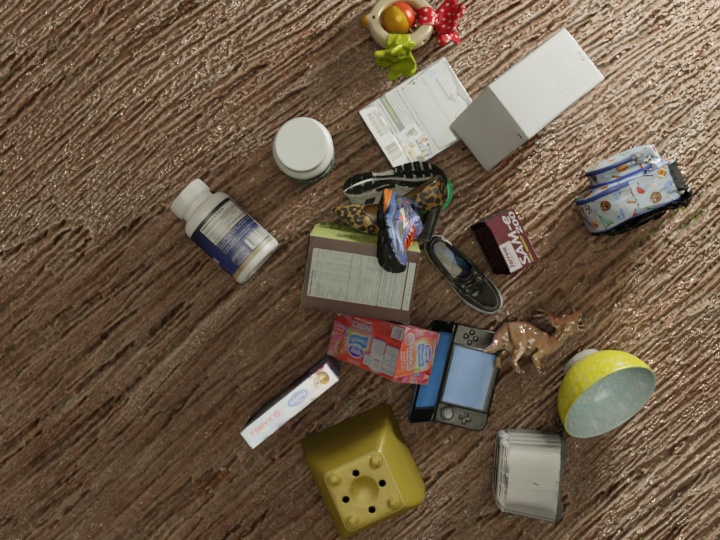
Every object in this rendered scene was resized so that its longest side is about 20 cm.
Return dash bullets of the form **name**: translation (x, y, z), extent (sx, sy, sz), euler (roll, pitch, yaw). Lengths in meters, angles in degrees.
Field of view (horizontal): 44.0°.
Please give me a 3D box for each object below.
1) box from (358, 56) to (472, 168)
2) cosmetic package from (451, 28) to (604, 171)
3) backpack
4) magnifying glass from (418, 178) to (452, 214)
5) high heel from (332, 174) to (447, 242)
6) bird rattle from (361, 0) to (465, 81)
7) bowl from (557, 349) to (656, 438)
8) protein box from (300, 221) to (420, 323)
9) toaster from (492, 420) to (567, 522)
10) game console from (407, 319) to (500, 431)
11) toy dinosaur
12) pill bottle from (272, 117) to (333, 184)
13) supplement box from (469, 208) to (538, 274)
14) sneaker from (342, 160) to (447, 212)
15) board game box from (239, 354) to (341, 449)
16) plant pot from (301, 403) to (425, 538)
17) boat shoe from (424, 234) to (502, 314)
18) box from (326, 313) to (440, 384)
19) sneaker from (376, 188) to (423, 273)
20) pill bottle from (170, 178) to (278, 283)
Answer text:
- **box**: translation (0.119, -0.298, 1.744), extent (0.200, 0.041, 0.156), euler (-33, 92, 1)
- **cosmetic package**: translation (0.301, -0.310, 1.642), extent (0.200, 0.199, 0.123), euler (-40, 91, -18)
- **backpack**: translation (0.502, -0.146, 1.682), extent (0.190, 0.200, 0.154), euler (-31, 86, 7)
- **magnifying glass**: translation (0.090, -0.126, 1.759), extent (0.199, 0.022, 0.080), euler (-27, 90, -2)
- **high heel**: translation (0.056, -0.134, 1.644), extent (0.199, 0.072, 0.143), euler (11, 128, -6)
- **bird rattle**: translation (0.095, -0.475, 1.716), extent (0.200, 0.113, 0.163), euler (-42, 75, -3)
- **bowl**: translation (0.453, 0.216, 1.709), extent (0.200, 0.200, 0.108), euler (-28, 48, 0)
- **protein box**: translation (0.000, 0.000, 1.662), extent (0.199, 0.199, 0.136), euler (9, 100, 0)
- **toaster**: translation (0.326, 0.384, 1.721), extent (0.128, 0.114, 0.201), euler (4, 93, 2)
- **game console**: translation (0.187, 0.206, 1.712), extent (0.170, 0.118, 0.201), euler (14, 91, -3)
- **toy dinosaur**: translation (0.324, 0.128, 1.721), extent (0.199, 0.086, 0.136), euler (4, 90, -10)
- **pill bottle**: translation (-0.106, -0.224, 1.664), extent (0.112, 0.200, 0.114), euler (0, 91, 0)
- **supplement box**: translation (0.266, -0.053, 1.669), extent (0.061, 0.200, 0.109), euler (-27, 91, 0)
- **sneaker**: translation (0.070, -0.154, 1.714), extent (0.199, 0.080, 0.074), euler (-7, 47, 11)
- **board game box**: translation (-0.126, 0.240, 1.673), extent (0.200, 0.200, 0.041), euler (-39, 91, 0)
- **plant pot**: translation (0.006, 0.389, 1.676), extent (0.194, 0.200, 0.196), euler (-24, 90, 0)
- **boat shoe**: translation (0.203, 0.008, 1.736), extent (0.070, 0.066, 0.200), euler (-40, 91, 0)
- **box**: translation (0.040, 0.139, 1.667), extent (0.094, 0.200, 0.103), euler (13, 91, -41)
- **sneaker**: translation (0.072, -0.071, 1.540), extent (0.078, 0.201, 0.076), euler (8, 133, -6)
- **pill bottle**: translation (-0.265, -0.079, 1.711), extent (0.200, 0.111, 0.111), euler (43, 90, 0)
